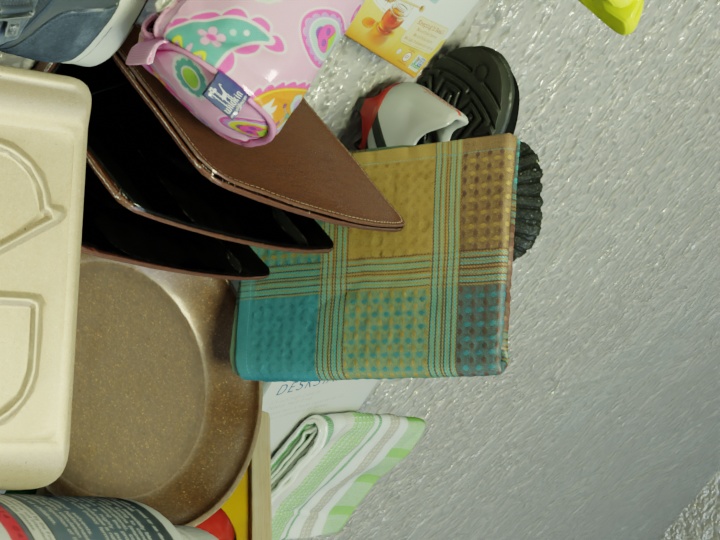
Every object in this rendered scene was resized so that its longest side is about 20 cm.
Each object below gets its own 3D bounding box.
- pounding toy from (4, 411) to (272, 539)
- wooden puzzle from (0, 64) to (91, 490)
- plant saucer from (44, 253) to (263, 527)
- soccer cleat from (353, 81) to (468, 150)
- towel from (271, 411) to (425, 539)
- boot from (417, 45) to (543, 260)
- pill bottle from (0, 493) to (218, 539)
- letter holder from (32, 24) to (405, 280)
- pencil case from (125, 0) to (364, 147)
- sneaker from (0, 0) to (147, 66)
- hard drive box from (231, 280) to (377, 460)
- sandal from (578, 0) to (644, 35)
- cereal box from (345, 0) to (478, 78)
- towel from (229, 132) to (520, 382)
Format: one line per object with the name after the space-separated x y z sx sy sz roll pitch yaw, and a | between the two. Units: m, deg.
-0.160 0.161 0.851 0.198 0.185 0.143 14 129 -18 | pounding toy
-0.221 0.001 0.594 0.183 0.046 0.203 5 91 -35 | wooden puzzle
-0.144 0.064 0.795 0.036 0.203 0.199 -18 173 40 | plant saucer
0.031 -0.030 0.903 0.068 0.085 0.203 -13 118 -44 | soccer cleat
-0.029 0.181 1.099 0.149 0.031 0.199 -49 155 15 | towel
0.095 -0.083 0.983 0.157 0.079 0.213 -17 143 -44 | boot
-0.150 0.175 0.657 0.120 0.120 0.199 -49 151 14 | pill bottle
-0.083 -0.044 0.727 0.101 0.142 0.199 -50 153 17 | letter holder
-0.031 -0.158 0.623 0.201 0.087 0.088 -59 157 -12 | pencil case
-0.134 -0.170 0.541 0.145 0.077 0.203 -9 140 -52 | sneaker
-0.064 0.086 1.025 0.155 0.077 0.201 -10 139 -49 | hard drive box
0.145 -0.225 0.750 0.087 0.079 0.200 -46 153 1 | sandal
0.056 -0.220 0.768 0.200 0.040 0.143 -49 153 14 | cereal box
0.006 -0.005 0.794 0.198 0.149 0.022 -4 165 34 | towel
